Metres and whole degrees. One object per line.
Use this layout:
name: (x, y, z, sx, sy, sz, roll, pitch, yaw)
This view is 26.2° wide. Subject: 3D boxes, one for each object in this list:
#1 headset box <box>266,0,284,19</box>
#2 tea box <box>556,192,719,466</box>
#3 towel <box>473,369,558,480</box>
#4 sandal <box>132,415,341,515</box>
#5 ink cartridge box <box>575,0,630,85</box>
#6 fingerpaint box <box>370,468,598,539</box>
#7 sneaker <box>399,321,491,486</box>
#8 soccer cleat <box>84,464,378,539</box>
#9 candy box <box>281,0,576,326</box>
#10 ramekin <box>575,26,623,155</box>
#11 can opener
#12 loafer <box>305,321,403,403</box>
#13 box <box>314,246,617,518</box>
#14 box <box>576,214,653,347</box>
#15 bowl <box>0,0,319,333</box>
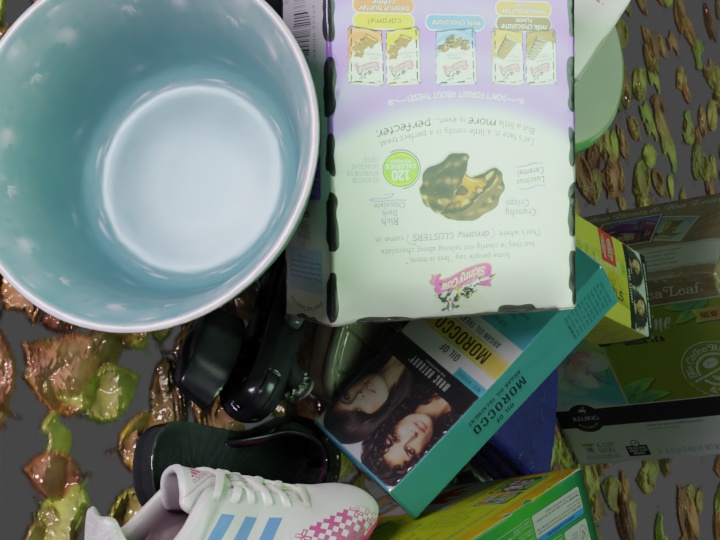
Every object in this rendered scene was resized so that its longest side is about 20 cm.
headset box: (-0.088, -0.220, 0.941, 0.200, 0.093, 0.174, 48, 58, -30)
tea box: (0.266, 0.055, 1.379, 0.197, 0.199, 0.134, 62, 37, -25)
towel: (0.098, 0.049, 1.132, 0.148, 0.049, 0.201, 43, 44, -47)
sandal: (-0.062, 0.130, 0.979, 0.200, 0.048, 0.076, 6, 77, -57)
ink cartridge box: (0.066, -0.143, 1.024, 0.146, 0.083, 0.200, 35, 80, -8)
fingerpaint box: (0.041, 0.198, 1.013, 0.200, 0.166, 0.074, -15, 92, -59)
sneaker: (0.043, 0.099, 1.154, 0.090, 0.078, 0.201, -78, 150, -60)
soccer cleat: (-0.070, 0.146, 0.896, 0.200, 0.070, 0.087, -17, 103, -38)
candy box: (0.041, -0.073, 0.921, 0.167, 0.071, 0.201, -3, 95, -26)
ramekin: (0.105, -0.160, 1.160, 0.199, 0.098, 0.201, 13, 69, -35)
can opener: (-0.052, 0.023, 1.001, 0.079, 0.063, 0.200, 46, 40, -18)
loafer: (0.000, 0.000, 1.078, 0.072, 0.063, 0.201, 46, 59, -51)
box: (0.070, 0.059, 1.015, 0.200, 0.082, 0.049, -46, 144, -7)
box: (0.163, 0.005, 1.164, 0.200, 0.050, 0.076, 23, 60, -57)
bowl: (-0.106, -0.060, 0.855, 0.105, 0.200, 0.202, 32, 54, -74)
